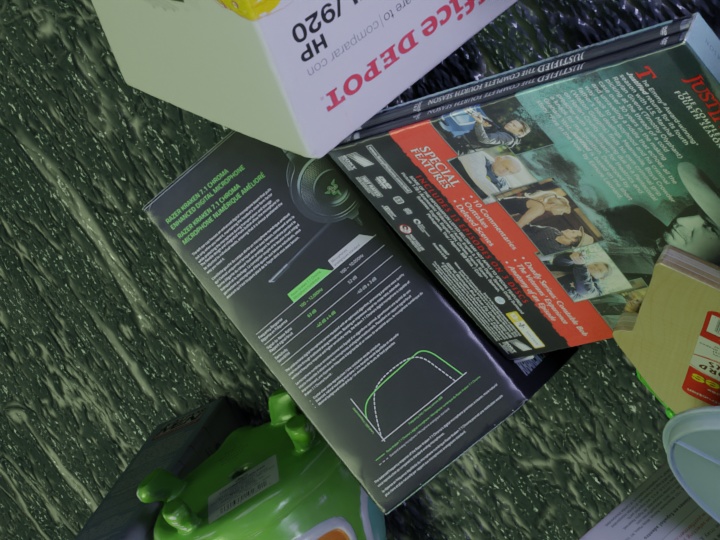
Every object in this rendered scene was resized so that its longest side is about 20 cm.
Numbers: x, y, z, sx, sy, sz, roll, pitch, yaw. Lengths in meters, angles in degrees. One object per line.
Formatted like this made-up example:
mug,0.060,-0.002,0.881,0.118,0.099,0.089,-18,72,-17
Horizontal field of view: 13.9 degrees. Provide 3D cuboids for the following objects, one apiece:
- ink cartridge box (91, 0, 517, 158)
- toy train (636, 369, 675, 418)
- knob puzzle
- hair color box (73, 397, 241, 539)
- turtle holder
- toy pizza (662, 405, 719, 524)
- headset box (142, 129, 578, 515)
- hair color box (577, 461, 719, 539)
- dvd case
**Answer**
ink cartridge box,-0.042,-0.181,1.290,0.144,0.147,0.200,25,146,47
toy train,0.144,-0.005,1.339,0.056,0.042,0.200,48,159,38
knob puzzle,0.204,0.056,1.279,0.219,0.031,0.220,24,161,9
hair color box,-0.117,0.176,1.896,0.060,0.200,0.099,-24,106,28
turtle holder,-0.057,0.161,1.826,0.132,0.141,0.185,57,155,-14
toy pizza,0.225,0.104,1.280,0.200,0.032,0.200,25,162,9
headset box,0.000,0.000,1.446,0.200,0.093,0.174,51,-166,3
hair color box,0.204,0.171,1.400,0.200,0.101,0.061,35,153,36
dvd case,0.101,-0.030,1.267,0.200,0.022,0.146,-15,128,43
